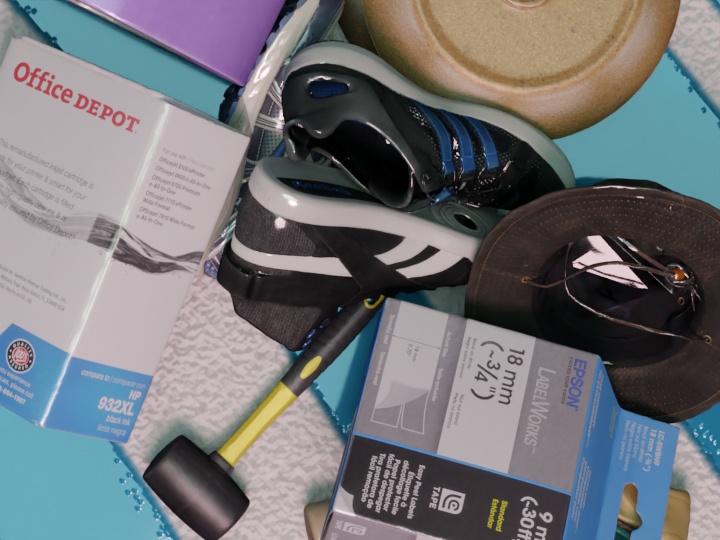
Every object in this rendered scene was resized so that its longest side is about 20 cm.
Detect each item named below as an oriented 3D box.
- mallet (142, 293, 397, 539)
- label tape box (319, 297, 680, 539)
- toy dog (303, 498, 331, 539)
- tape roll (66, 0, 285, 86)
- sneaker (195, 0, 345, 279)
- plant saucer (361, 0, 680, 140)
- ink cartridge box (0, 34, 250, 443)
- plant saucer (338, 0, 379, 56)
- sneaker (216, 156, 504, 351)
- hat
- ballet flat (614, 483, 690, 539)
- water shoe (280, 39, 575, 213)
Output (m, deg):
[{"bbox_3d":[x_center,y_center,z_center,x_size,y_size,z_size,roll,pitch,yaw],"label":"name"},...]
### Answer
[{"bbox_3d":[-0.057,0.073,1.307,0.066,0.041,0.201,36,88,-6],"label":"mallet"},{"bbox_3d":[0.090,0.113,1.222,0.198,0.063,0.145,15,60,0],"label":"label tape box"},{"bbox_3d":[0.029,0.193,1.246,0.131,0.097,0.200,-31,54,-16],"label":"toy dog"},{"bbox_3d":[-0.138,-0.188,1.207,0.199,0.200,0.085,26,91,-2],"label":"tape roll"},{"bbox_3d":[-0.048,-0.080,1.287,0.085,0.077,0.201,24,100,-12],"label":"sneaker"},{"bbox_3d":[0.099,-0.178,1.260,0.198,0.035,0.202,0,93,-1],"label":"plant saucer"},{"bbox_3d":[-0.173,-0.020,1.241,0.145,0.083,0.201,24,93,37],"label":"ink cartridge box"},{"bbox_3d":[0.076,-0.198,1.294,0.198,0.037,0.202,0,93,-1],"label":"plant saucer"},{"bbox_3d":[0.000,0.000,1.275,0.199,0.073,0.112,12,118,-32],"label":"sneaker"},{"bbox_3d":[0.156,0.001,1.267,0.199,0.081,0.202,5,134,5],"label":"hat"},{"bbox_3d":[0.118,0.121,1.307,0.199,0.069,0.063,30,64,-5],"label":"ballet flat"},{"bbox_3d":[0.037,-0.062,1.241,0.199,0.071,0.079,23,54,-20],"label":"water shoe"}]
